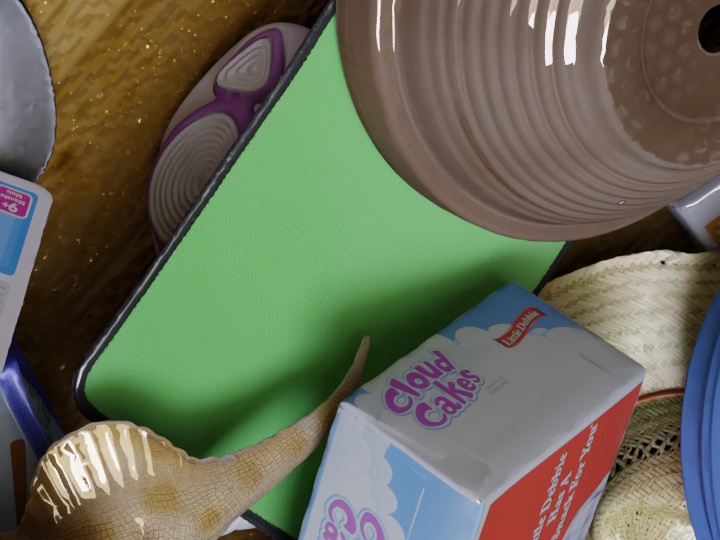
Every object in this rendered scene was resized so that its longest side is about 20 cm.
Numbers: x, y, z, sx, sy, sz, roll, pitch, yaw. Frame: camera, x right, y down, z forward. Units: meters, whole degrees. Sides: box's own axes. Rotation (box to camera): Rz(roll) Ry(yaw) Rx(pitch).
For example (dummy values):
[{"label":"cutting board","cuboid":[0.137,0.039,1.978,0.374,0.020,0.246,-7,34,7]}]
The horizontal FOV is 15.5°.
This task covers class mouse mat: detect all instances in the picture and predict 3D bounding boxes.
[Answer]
[{"label":"mouse mat","cuboid":[0.000,0.000,0.969,0.161,0.008,0.200,37,85,-40]}]

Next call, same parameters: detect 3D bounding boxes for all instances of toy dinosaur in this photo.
[{"label":"toy dinosaur","cuboid":[-0.071,0.096,0.914,0.199,0.058,0.101,-17,107,-17]}]

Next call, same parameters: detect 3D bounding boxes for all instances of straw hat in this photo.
[{"label":"straw hat","cuboid":[0.133,0.093,1.026,0.200,0.085,0.202,1,120,2]}]

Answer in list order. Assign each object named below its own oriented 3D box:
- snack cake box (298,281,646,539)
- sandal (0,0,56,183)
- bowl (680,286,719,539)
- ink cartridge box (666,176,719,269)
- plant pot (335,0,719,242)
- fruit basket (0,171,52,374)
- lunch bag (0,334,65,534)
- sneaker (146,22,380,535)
[{"label":"snack cake box","cuboid":[0.026,0.117,0.986,0.115,0.067,0.200,-31,146,-46]},{"label":"sandal","cuboid":[-0.164,-0.111,0.930,0.075,0.045,0.201,-20,114,-4]},{"label":"bowl","cuboid":[0.203,0.062,0.991,0.200,0.039,0.201,-1,91,-31]},{"label":"ink cartridge box","cuboid":[0.251,-0.019,1.057,0.197,0.047,0.200,-37,117,3]},{"label":"plant pot","cuboid":[0.099,-0.098,0.933,0.200,0.093,0.202,-13,115,-30]},{"label":"fruit basket","cuboid":[-0.208,0.009,0.873,0.185,0.200,0.094,12,126,-3]},{"label":"lunch bag","cuboid":[-0.163,0.140,0.989,0.170,0.124,0.200,-27,107,-2]},{"label":"sneaker","cuboid":[-0.031,0.003,1.002,0.099,0.075,0.201,-3,111,-36]}]
